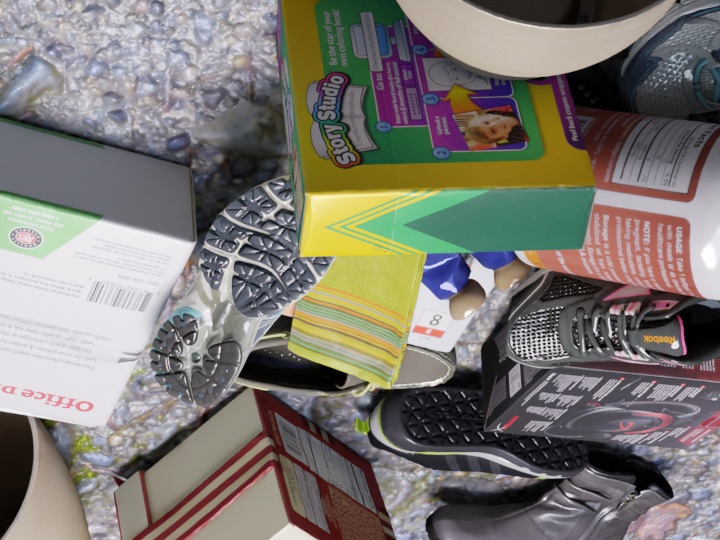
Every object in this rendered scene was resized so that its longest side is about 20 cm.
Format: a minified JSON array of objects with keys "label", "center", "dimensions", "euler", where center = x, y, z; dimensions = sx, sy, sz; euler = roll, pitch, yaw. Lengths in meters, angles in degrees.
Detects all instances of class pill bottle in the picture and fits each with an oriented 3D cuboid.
[{"label":"pill bottle","center":[0.203,-0.042,1.078],"dimensions":[0.200,0.112,0.112],"euler":[12,144,31]}]

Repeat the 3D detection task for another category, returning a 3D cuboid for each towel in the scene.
[{"label":"towel","center":[0.000,0.000,1.160],"dimensions":[0.086,0.018,0.200],"euler":[17,134,6]}]

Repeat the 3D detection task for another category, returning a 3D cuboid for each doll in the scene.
[{"label":"doll","center":[0.038,-0.062,1.143],"dimensions":[0.136,0.049,0.200],"euler":[-34,116,16]}]

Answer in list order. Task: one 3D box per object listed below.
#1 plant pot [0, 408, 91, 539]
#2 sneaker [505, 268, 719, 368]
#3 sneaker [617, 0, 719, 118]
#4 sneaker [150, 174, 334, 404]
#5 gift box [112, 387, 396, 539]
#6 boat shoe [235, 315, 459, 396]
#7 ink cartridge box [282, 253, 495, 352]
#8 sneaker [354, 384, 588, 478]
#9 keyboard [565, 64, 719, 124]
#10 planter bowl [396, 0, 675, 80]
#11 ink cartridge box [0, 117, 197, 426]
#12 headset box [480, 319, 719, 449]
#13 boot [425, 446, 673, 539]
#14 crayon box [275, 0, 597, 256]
[{"label":"plant pot","center":[-0.295,0.197,1.303],"dimensions":[0.187,0.188,0.200],"euler":[-17,148,8]},{"label":"sneaker","center":[0.194,0.030,1.126],"dimensions":[0.199,0.086,0.081],"euler":[-13,108,10]},{"label":"sneaker","center":[0.267,-0.144,1.092],"dimensions":[0.200,0.086,0.078],"euler":[-22,128,4]},{"label":"sneaker","center":[-0.074,-0.002,1.135],"dimensions":[0.078,0.086,0.200],"euler":[38,120,-4]},{"label":"gift box","center":[-0.099,0.220,1.343],"dimensions":[0.187,0.185,0.200],"euler":[-41,124,16]},{"label":"boat shoe","center":[-0.017,0.067,1.282],"dimensions":[0.201,0.060,0.072],"euler":[9,130,-17]},{"label":"ink cartridge box","center":[0.036,-0.034,1.201],"dimensions":[0.162,0.050,0.200],"euler":[14,133,-22]},{"label":"sneaker","center":[0.092,0.132,1.375],"dimensions":[0.199,0.072,0.083],"euler":[14,157,-21]},{"label":"keyboard","center":[0.187,-0.100,1.172],"dimensions":[0.127,0.021,0.200],"euler":[-36,130,16]},{"label":"planter bowl","center":[0.097,-0.194,0.973],"dimensions":[0.200,0.201,0.135],"euler":[-2,158,-7]},{"label":"ink cartridge box","center":[-0.218,0.007,1.175],"dimensions":[0.146,0.084,0.200],"euler":[14,130,-22]},{"label":"headset box","center":[0.211,0.077,1.286],"dimensions":[0.199,0.075,0.149],"euler":[6,154,-14]},{"label":"boot","center":[0.163,0.201,1.445],"dimensions":[0.200,0.070,0.132],"euler":[8,130,-31]},{"label":"crayon box","center":[0.040,-0.099,1.031],"dimensions":[0.172,0.200,0.058],"euler":[-2,136,-6]}]
